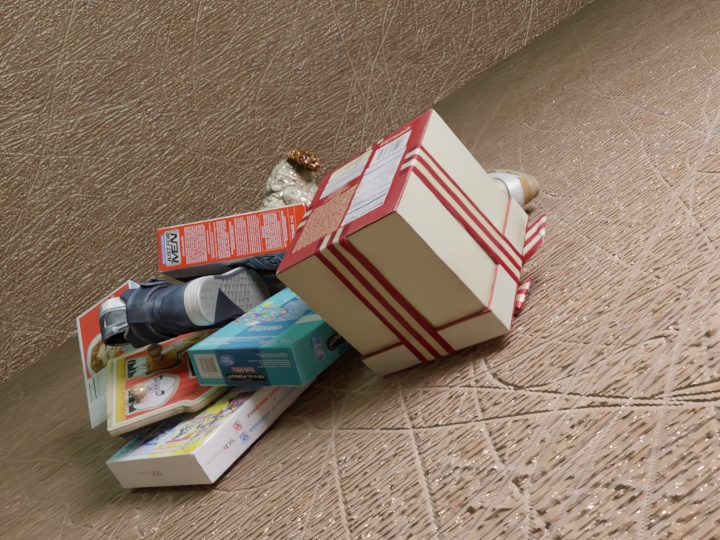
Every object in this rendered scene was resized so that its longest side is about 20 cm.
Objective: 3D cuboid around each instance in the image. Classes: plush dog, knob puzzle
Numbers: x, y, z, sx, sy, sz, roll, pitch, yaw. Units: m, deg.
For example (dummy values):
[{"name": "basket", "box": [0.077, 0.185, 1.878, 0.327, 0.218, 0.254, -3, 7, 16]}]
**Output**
[{"name": "plush dog", "box": [-0.111, -0.092, 1.104, 0.200, 0.160, 0.172, 123, 153, -53]}, {"name": "knob puzzle", "box": [-0.213, 0.110, 0.870, 0.219, 0.031, 0.220, -12, 24, 5]}]

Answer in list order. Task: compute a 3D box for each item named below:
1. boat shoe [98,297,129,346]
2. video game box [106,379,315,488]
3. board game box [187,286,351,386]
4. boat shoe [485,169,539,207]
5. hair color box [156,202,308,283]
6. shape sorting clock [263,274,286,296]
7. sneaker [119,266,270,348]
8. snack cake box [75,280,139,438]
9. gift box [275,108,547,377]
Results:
[{"name": "boat shoe", "box": [-0.258, 0.071, 0.992, 0.199, 0.068, 0.072, -3, -41, -23]}, {"name": "video game box", "box": [-0.173, 0.174, 0.825, 0.200, 0.047, 0.182, -19, 14, 44]}, {"name": "board game box", "box": [-0.072, 0.067, 0.817, 0.151, 0.047, 0.200, -5, 17, 35]}, {"name": "boat shoe", "box": [0.180, -0.103, 1.000, 0.068, 0.075, 0.200, -15, 12, -14]}, {"name": "hair color box", "box": [-0.152, -0.030, 0.943, 0.199, 0.064, 0.111, -8, -12, 10]}, {"name": "shape sorting clock", "box": [-0.160, 0.043, 1.101, 0.199, 0.039, 0.200, -5, -19, -2]}, {"name": "sneaker", "box": [-0.209, 0.046, 0.898, 0.146, 0.077, 0.202, -14, -7, 19]}, {"name": "snack cake box", "box": [-0.345, 0.129, 1.053, 0.115, 0.067, 0.200, -34, 54, 14]}, {"name": "gift box", "box": [0.063, -0.027, 0.703, 0.184, 0.187, 0.200, -22, 31, 42]}]
